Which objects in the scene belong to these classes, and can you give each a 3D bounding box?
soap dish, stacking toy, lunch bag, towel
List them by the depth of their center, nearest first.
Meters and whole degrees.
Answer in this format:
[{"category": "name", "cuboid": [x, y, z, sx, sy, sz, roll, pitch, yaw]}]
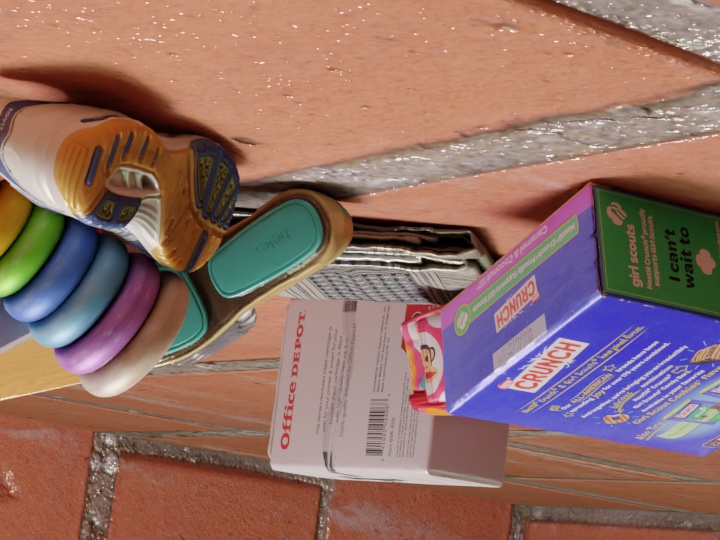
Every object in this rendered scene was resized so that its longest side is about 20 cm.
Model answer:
[{"category": "stacking toy", "cuboid": [-0.192, -0.018, 1.089, 0.200, 0.086, 0.085, 42, 155, -24]}, {"category": "towel", "cuboid": [0.000, 0.000, 1.346, 0.191, 0.035, 0.200, 5, 169, 12]}, {"category": "lunch bag", "cuboid": [0.145, 0.053, 1.371, 0.175, 0.083, 0.199, 0, 170, -41]}, {"category": "soap dish", "cuboid": [-0.222, 0.048, 1.447, 0.156, 0.082, 0.200, -13, 180, 12]}]

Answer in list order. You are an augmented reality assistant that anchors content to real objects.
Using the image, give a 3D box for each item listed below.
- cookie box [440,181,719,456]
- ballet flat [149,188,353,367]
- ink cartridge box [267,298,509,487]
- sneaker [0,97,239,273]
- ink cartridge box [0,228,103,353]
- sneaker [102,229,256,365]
[{"category": "cookie box", "cuboid": [0.174, 0.036, 1.163, 0.199, 0.076, 0.171, 11, 149, -27]}, {"category": "ballet flat", "cuboid": [-0.089, 0.010, 1.224, 0.199, 0.069, 0.063, -24, 173, 21]}, {"category": "ink cartridge box", "cuboid": [0.024, 0.092, 1.528, 0.083, 0.145, 0.199, 15, 168, -38]}, {"category": "sneaker", "cuboid": [-0.136, -0.056, 1.073, 0.088, 0.076, 0.200, 22, 175, 23]}, {"category": "ink cartridge box", "cuboid": [-0.227, 0.017, 1.183, 0.116, 0.068, 0.200, -25, -177, 43]}, {"category": "sneaker", "cuboid": [-0.133, 0.001, 1.332, 0.074, 0.082, 0.200, -31, 151, 6]}]
